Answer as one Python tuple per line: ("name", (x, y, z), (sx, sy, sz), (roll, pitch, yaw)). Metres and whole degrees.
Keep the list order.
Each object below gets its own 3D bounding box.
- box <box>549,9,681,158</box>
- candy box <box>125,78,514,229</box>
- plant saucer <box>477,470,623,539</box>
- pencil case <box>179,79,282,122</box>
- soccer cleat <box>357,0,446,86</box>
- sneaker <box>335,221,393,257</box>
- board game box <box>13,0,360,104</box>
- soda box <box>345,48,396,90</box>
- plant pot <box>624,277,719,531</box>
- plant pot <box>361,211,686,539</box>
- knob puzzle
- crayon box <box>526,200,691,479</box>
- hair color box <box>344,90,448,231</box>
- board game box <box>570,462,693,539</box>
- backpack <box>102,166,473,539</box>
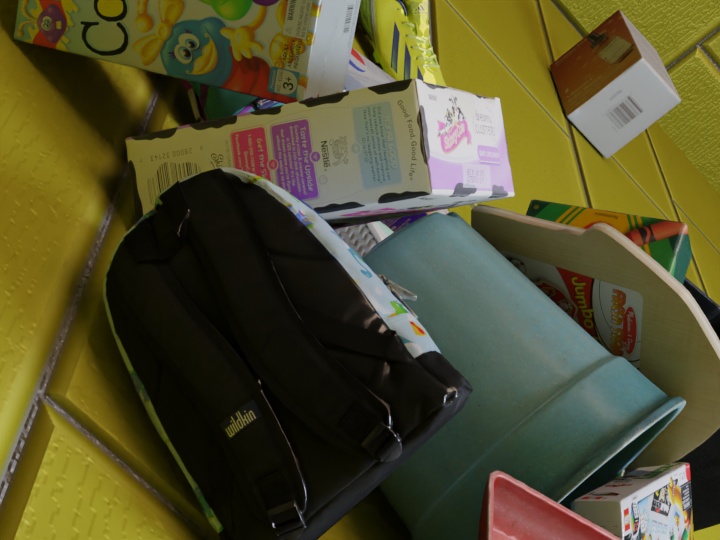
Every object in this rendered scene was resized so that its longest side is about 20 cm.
("box", (0.406, -0.302, 2.457), (0.106, 0.152, 0.200), (42, 21, -24))
("candy box", (-0.021, -0.065, 0.985), (0.168, 0.200, 0.072), (-4, 85, -67))
("plant saucer", (0.131, 0.233, 0.820), (0.200, 0.037, 0.200), (31, 41, -23))
("pencil case", (-0.129, -0.187, 1.143), (0.092, 0.085, 0.200), (-34, 83, -26))
("soccer cleat", (0.051, -0.254, 1.670), (0.200, 0.084, 0.065), (59, 20, 19))
("sneaker", (0.000, 0.001, 1.153), (0.200, 0.074, 0.118), (37, -5, 1))
("board game box", (-0.109, -0.183, 1.001), (0.200, 0.105, 0.103), (14, 16, 12))
("soda box", (-0.034, -0.167, 1.350), (0.200, 0.068, 0.063), (30, 29, -46))
("plant pot", (0.235, 0.119, 1.286), (0.200, 0.177, 0.200), (31, 28, -43))
("plant pot", (0.070, 0.080, 0.986), (0.196, 0.200, 0.200), (49, 18, 16))
("knob puzzle", (0.167, 0.051, 1.031), (0.220, 0.220, 0.030), (52, 48, 0))
("crayon box", (0.164, 0.048, 1.159), (0.051, 0.127, 0.200), (62, 44, -55))
("hair color box", (-0.009, -0.090, 1.277), (0.200, 0.065, 0.109), (35, 26, -36))
("board game box", (0.183, 0.199, 0.997), (0.200, 0.035, 0.126), (-1, 88, -66))
("backpack", (-0.053, 0.040, 0.836), (0.200, 0.163, 0.154), (48, 10, 9))
